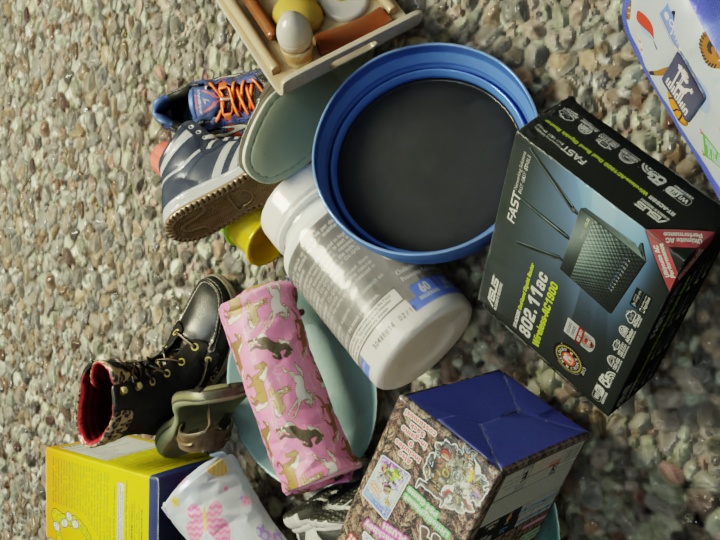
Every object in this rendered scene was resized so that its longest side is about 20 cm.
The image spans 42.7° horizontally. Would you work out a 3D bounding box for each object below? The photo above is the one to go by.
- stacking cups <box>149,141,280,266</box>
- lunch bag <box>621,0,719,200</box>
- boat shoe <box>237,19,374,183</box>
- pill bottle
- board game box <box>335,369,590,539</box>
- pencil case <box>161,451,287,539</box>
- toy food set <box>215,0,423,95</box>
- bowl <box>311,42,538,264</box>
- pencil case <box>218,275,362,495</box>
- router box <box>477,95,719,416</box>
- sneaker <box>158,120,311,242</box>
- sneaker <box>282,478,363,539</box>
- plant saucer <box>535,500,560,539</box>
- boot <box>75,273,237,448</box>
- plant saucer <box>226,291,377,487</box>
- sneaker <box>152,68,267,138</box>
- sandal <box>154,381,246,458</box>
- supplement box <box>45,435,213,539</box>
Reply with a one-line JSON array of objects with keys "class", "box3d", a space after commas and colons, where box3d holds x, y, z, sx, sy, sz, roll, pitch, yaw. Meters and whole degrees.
[{"class": "stacking cups", "box3d": [-0.157, -0.084, 1.004, 0.200, 0.060, 0.061, 41, 114, 32]}, {"class": "lunch bag", "box3d": [0.260, -0.132, 0.599, 0.123, 0.199, 0.172, -32, 74, 32]}, {"class": "boat shoe", "box3d": [-0.057, -0.164, 0.873, 0.060, 0.072, 0.202, 8, 59, 51]}, {"class": "pill bottle", "box3d": [0.000, 0.000, 0.851, 0.200, 0.113, 0.114, 49, 118, 24]}, {"class": "board game box", "box3d": [0.072, 0.198, 0.734, 0.096, 0.158, 0.202, 34, 110, 31]}, {"class": "pencil case", "box3d": [-0.113, 0.285, 0.940, 0.090, 0.083, 0.201, -40, 84, -1]}, {"class": "toy food set", "box3d": [-0.054, -0.264, 0.838, 0.142, 0.061, 0.201, -29, 66, -9]}, {"class": "bowl", "box3d": [0.057, -0.100, 0.795, 0.197, 0.039, 0.204, -4, 69, 11]}, {"class": "pencil case", "box3d": [-0.067, 0.111, 0.871, 0.202, 0.085, 0.083, 69, 156, 12]}, {"class": "router box", "box3d": [0.172, -0.005, 0.694, 0.150, 0.062, 0.201, 44, 150, 28]}, {"class": "sneaker", "box3d": [-0.117, -0.115, 0.936, 0.198, 0.070, 0.109, -24, 53, 3]}, {"class": "sneaker", "box3d": [-0.013, 0.247, 0.869, 0.081, 0.073, 0.200, 61, 159, 6]}, {"class": "plant saucer", "box3d": [0.096, 0.221, 0.837, 0.198, 0.036, 0.203, 3, 94, 36]}, {"class": "boot", "box3d": [-0.217, 0.101, 0.993, 0.073, 0.150, 0.202, 36, 112, 29]}, {"class": "plant saucer", "box3d": [-0.054, 0.119, 0.942, 0.199, 0.038, 0.204, 1, 92, 37]}, {"class": "sneaker", "box3d": [-0.141, -0.171, 0.970, 0.198, 0.078, 0.077, -9, 88, 37]}, {"class": "sandal", "box3d": [-0.161, 0.164, 0.956, 0.201, 0.079, 0.058, -54, 49, 54]}, {"class": "supplement box", "box3d": [-0.258, 0.262, 1.057, 0.198, 0.108, 0.111, 4, 94, 37]}]
